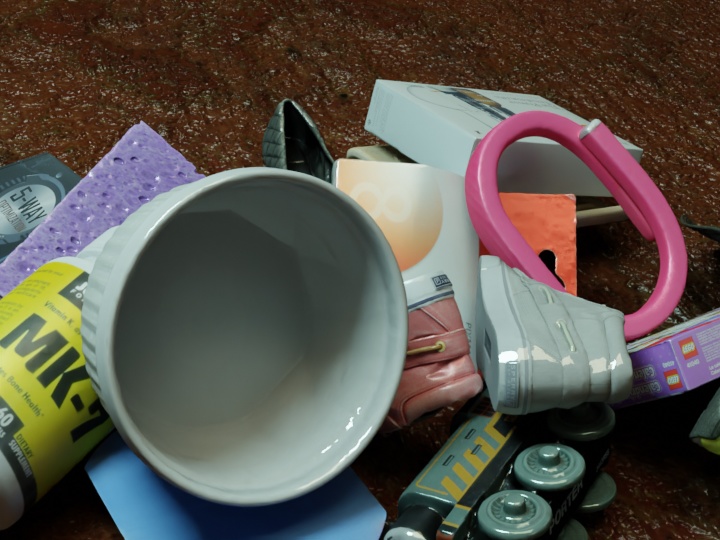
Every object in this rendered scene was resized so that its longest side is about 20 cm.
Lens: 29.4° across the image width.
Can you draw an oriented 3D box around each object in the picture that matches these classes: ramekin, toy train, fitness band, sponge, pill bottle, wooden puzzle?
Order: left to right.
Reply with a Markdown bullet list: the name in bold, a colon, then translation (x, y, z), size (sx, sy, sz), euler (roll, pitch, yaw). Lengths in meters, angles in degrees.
- **pill bottle**: translation (-0.203, 0.064, 0.908), size (0.113, 0.115, 0.200), euler (23, 49, 26)
- **sponge**: translation (-0.186, -0.015, 1.045), size (0.111, 0.030, 0.201), euler (41, 52, -6)
- **ramekin**: translation (-0.078, 0.035, 0.851), size (0.198, 0.203, 0.105), euler (-14, 12, -26)
- **wooden puzzle**: translation (0.111, -0.066, 1.221), size (0.184, 0.047, 0.199), euler (-8, 29, -40)
- **toy train**: translation (0.094, 0.143, 0.897), size (0.113, 0.086, 0.200), euler (10, 34, 30)
- **fitness band**: translation (0.169, -0.036, 1.070), size (0.143, 0.037, 0.201), euler (-39, 87, -27)

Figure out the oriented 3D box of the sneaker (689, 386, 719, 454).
- **sneaker**: translation (0.303, 0.108, 0.938), size (0.199, 0.079, 0.090), euler (3, 35, -45)

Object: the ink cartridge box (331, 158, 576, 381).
- **ink cartridge box**: translation (0.072, 0.003, 1.053), size (0.197, 0.050, 0.164), euler (3, 71, 0)

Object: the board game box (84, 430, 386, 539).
- **board game box**: translation (-0.080, 0.157, 0.882), size (0.156, 0.039, 0.200), euler (-15, 38, -26)

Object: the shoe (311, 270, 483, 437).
- **shoe**: translation (-0.011, 0.078, 0.960), size (0.198, 0.092, 0.071), euler (-24, -7, 25)

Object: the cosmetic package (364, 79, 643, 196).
- **cosmetic package**: translation (0.126, -0.115, 1.207), size (0.198, 0.052, 0.151), euler (0, 27, -36)

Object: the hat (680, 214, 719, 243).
- **hat**: translation (0.371, -0.036, 1.141), size (0.199, 0.082, 0.201), euler (22, 7, -3)

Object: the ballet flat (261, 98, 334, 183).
- **ballet flat**: translation (-0.045, -0.088, 1.239), size (0.066, 0.057, 0.200), euler (-11, 37, -21)

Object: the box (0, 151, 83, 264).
- **box**: translation (-0.268, -0.015, 1.111), size (0.159, 0.044, 0.199), euler (-23, 43, -36)

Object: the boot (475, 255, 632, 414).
- **boot**: translation (0.131, 0.044, 0.948), size (0.094, 0.074, 0.200), euler (1, 22, -1)

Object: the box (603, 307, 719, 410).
- **box**: translation (0.260, 0.053, 1.012), size (0.198, 0.137, 0.040), euler (-18, 84, -30)
